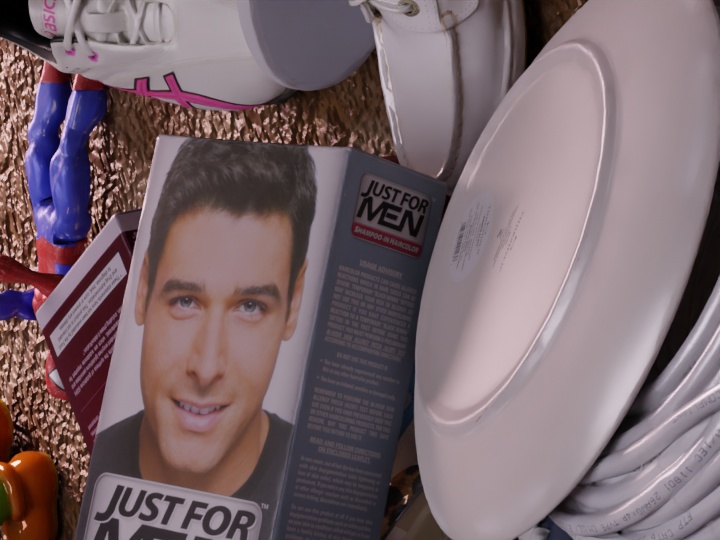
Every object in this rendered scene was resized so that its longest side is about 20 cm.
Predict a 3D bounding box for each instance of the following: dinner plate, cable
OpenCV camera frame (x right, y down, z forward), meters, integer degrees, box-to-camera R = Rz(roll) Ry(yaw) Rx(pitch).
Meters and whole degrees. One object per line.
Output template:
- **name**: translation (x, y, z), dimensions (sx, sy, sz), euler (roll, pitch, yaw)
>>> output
- **dinner plate**: translation (0.057, -0.009, 0.792), dimensions (0.200, 0.024, 0.201), euler (-160, 90, -74)
- **cable**: translation (0.119, -0.003, 0.752), dimensions (0.200, 0.069, 0.200), euler (127, 156, -45)

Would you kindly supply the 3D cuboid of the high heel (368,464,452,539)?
- **high heel**: translation (-0.033, 0.112, 0.958), dimensions (0.143, 0.071, 0.200), euler (55, 137, 35)

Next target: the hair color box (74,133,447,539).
- **hair color box**: translation (-0.041, 0.056, 0.878), dimensions (0.099, 0.061, 0.200), euler (6, 82, 41)

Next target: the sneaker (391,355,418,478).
- **sneaker**: translation (-0.027, 0.050, 0.973), dimensions (0.200, 0.077, 0.081), euler (-10, 136, 43)

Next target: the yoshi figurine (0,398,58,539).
- **yoshi figurine**: translation (-0.265, 0.140, 1.280), dimensions (0.112, 0.200, 0.112), euler (-23, 82, 54)

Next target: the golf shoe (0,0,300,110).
- **golf shoe**: translation (-0.096, -0.106, 1.068), dimensions (0.200, 0.092, 0.073), euler (12, 109, 51)

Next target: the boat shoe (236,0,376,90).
- **boat shoe**: translation (-0.024, -0.174, 0.973), dimensions (0.070, 0.071, 0.200), euler (-146, 53, -64)

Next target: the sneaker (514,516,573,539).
- **sneaker**: translation (0.067, 0.115, 0.852), dimensions (0.200, 0.146, 0.081), euler (12, 109, 51)

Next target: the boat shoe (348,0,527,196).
- **boat shoe**: translation (0.015, -0.124, 0.920), dimensions (0.071, 0.069, 0.200), euler (6, 103, 54)

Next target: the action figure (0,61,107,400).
- **action figure**: translation (-0.170, -0.027, 1.194), dimensions (0.065, 0.099, 0.200), euler (16, 115, 53)

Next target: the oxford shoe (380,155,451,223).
- **oxford shoe**: translation (0.000, 0.000, 1.005), dimensions (0.200, 0.070, 0.075), euler (11, 140, 48)

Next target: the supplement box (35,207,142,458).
- **supplement box**: translation (-0.073, 0.080, 1.115), dimensions (0.109, 0.061, 0.200), euler (-44, 63, 51)
